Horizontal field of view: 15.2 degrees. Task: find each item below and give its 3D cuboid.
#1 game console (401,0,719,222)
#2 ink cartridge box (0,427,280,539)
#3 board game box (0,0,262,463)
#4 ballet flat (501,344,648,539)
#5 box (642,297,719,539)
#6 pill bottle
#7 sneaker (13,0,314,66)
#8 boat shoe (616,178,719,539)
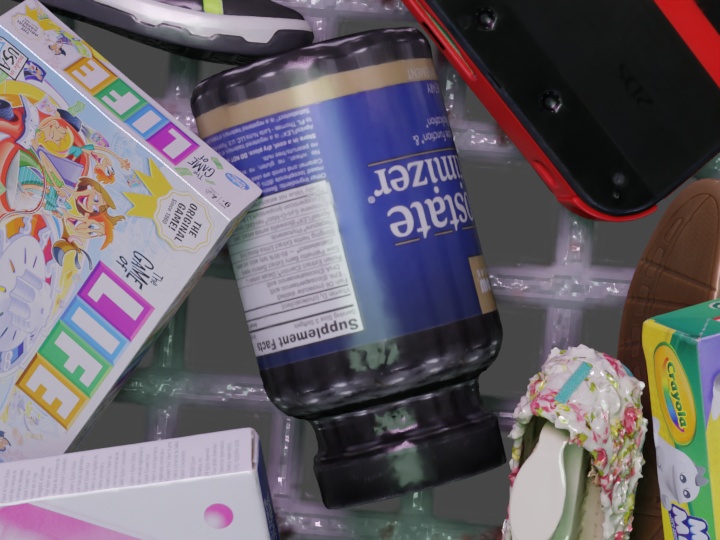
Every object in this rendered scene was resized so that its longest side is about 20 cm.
[{"bbox_3d":[0.117,-0.139,1.209,0.177,0.031,0.200,-41,107,-5],"label":"game console"},{"bbox_3d":[-0.127,0.174,1.208,0.200,0.043,0.197,-9,119,3],"label":"ink cartridge box"},{"bbox_3d":[-0.148,-0.005,1.206,0.134,0.034,0.200,39,124,3],"label":"board game box"},{"bbox_3d":[0.083,0.128,1.192,0.076,0.064,0.200,14,116,28],"label":"ballet flat"},{"bbox_3d":[0.191,0.107,1.184,0.117,0.048,0.200,-15,109,-25],"label":"box"},{"bbox_3d":[0.000,0.000,1.206,0.112,0.112,0.200,-15,90,4],"label":"pill bottle"},{"bbox_3d":[-0.112,-0.153,1.233,0.200,0.072,0.083,18,90,4],"label":"sneaker"},{"bbox_3d":[0.163,0.060,1.224,0.072,0.072,0.200,6,90,-28],"label":"boat shoe"}]
